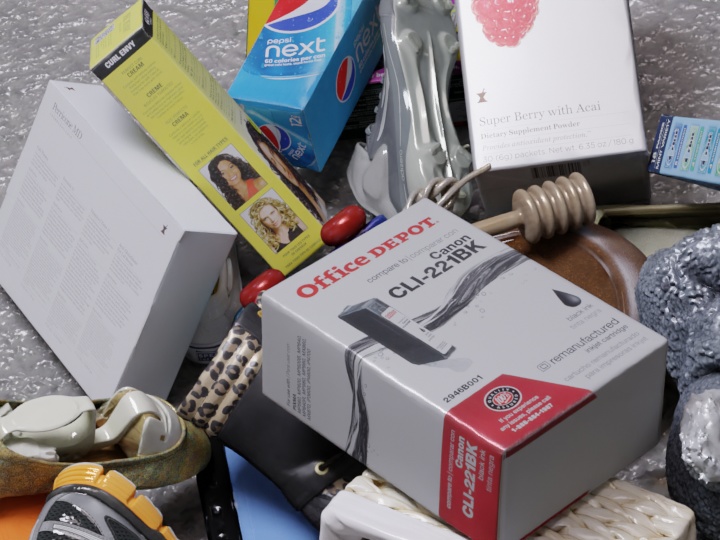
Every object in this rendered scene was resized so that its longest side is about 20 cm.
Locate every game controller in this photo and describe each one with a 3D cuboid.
[{"bbox_3d":[-0.049,0.153,1.697,0.104,0.042,0.200,-14,45,-1],"label":"game controller"}]

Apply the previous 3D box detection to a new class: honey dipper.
[{"bbox_3d":[0.057,-0.018,1.719,0.200,0.038,0.038,-18,44,-15],"label":"honey dipper"}]

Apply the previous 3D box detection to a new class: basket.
[{"bbox_3d":[0.090,0.187,1.557,0.200,0.136,0.123,22,44,25],"label":"basket"}]

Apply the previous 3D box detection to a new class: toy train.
[{"bbox_3d":[0.000,0.000,1.780,0.200,0.085,0.116,-39,5,-17],"label":"toy train"}]

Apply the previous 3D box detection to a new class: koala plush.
[{"bbox_3d":[0.240,0.084,1.612,0.183,0.177,0.200,8,57,18],"label":"koala plush"}]

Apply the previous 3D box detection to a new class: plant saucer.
[{"bbox_3d":[0.105,0.044,1.738,0.200,0.032,0.201,-11,55,17],"label":"plant saucer"}]

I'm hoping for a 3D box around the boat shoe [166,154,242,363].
[{"bbox_3d":[-0.128,-0.031,1.865,0.074,0.086,0.202,-14,44,-1],"label":"boat shoe"}]

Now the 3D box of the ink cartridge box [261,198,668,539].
[{"bbox_3d":[0.058,0.057,1.549,0.144,0.084,0.200,-31,47,-34],"label":"ink cartridge box"}]

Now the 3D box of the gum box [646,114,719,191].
[{"bbox_3d":[0.295,-0.057,1.696,0.170,0.045,0.200,14,2,-12],"label":"gum box"}]

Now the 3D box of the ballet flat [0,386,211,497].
[{"bbox_3d":[-0.166,0.102,1.643,0.200,0.071,0.071,-3,34,-39],"label":"ballet flat"}]

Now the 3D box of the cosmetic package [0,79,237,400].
[{"bbox_3d":[-0.177,-0.017,1.821,0.052,0.151,0.200,1,32,-39],"label":"cosmetic package"}]

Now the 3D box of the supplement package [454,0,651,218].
[{"bbox_3d":[0.131,-0.152,1.845,0.121,0.120,0.200,-8,74,6],"label":"supplement package"}]

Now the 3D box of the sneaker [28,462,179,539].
[{"bbox_3d":[-0.121,0.207,1.587,0.200,0.078,0.077,40,45,-3],"label":"sneaker"}]

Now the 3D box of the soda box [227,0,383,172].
[{"bbox_3d":[-0.025,-0.169,1.906,0.064,0.068,0.200,10,53,21],"label":"soda box"}]

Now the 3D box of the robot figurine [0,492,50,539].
[{"bbox_3d":[-0.229,0.171,1.670,0.144,0.117,0.200,-45,43,17],"label":"robot figurine"}]

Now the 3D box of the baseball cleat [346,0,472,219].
[{"bbox_3d":[0.025,-0.118,1.882,0.106,0.070,0.200,-28,57,41],"label":"baseball cleat"}]

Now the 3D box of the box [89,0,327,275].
[{"bbox_3d":[-0.102,-0.090,1.808,0.050,0.200,0.075,-39,20,10],"label":"box"}]

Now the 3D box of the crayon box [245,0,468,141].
[{"bbox_3d":[0.016,-0.178,1.998,0.200,0.058,0.173,-6,44,7],"label":"crayon box"}]

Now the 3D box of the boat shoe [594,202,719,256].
[{"bbox_3d":[0.182,-0.020,1.798,0.200,0.063,0.073,3,47,16],"label":"boat shoe"}]

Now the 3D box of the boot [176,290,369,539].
[{"bbox_3d":[-0.007,0.063,1.669,0.150,0.073,0.200,34,74,3],"label":"boot"}]
